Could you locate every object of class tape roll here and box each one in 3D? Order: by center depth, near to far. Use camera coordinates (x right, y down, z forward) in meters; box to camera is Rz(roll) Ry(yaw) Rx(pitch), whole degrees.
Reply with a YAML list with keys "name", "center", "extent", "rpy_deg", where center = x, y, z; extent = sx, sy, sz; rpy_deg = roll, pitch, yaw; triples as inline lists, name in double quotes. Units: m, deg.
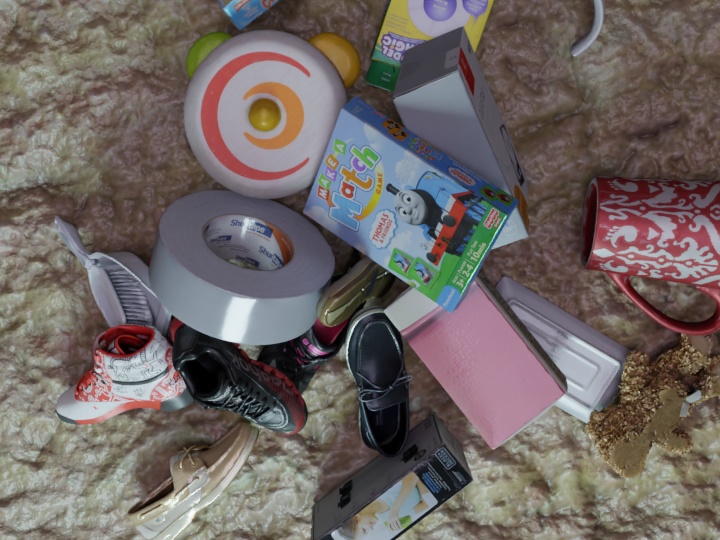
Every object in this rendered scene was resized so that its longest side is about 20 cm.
- name: "tape roll"
  center: [-0.132, -0.007, 1.151]
  extent: [0.199, 0.201, 0.066]
  rpy_deg: [18, 124, -3]

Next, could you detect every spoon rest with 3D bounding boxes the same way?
- name: "spoon rest"
  center: [0.222, -0.345, 1.164]
  extent: [0.060, 0.099, 0.201]
  rpy_deg: [-24, 108, 25]

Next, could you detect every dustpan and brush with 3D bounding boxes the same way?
- name: "dustpan and brush"
  center: [-0.299, 0.007, 1.217]
  extent: [0.057, 0.140, 0.200]
  rpy_deg: [-18, 63, -32]

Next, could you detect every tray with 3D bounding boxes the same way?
- name: "tray"
  center: [0.232, 0.102, 1.262]
  extent: [0.199, 0.022, 0.108]
  rpy_deg: [30, 97, -5]

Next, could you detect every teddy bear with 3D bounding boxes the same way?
- name: "teddy bear"
  center: [0.362, 0.158, 1.254]
  extent: [0.145, 0.067, 0.201]
  rpy_deg: [30, 97, -23]

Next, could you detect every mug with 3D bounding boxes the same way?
- name: "mug"
  center: [0.360, -0.026, 1.183]
  extent: [0.199, 0.133, 0.179]
  rpy_deg: [6, 77, 3]

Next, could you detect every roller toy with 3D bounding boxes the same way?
- name: "roller toy"
  center: [-0.100, -0.175, 1.159]
  extent: [0.199, 0.140, 0.184]
  rpy_deg: [1, 99, -1]

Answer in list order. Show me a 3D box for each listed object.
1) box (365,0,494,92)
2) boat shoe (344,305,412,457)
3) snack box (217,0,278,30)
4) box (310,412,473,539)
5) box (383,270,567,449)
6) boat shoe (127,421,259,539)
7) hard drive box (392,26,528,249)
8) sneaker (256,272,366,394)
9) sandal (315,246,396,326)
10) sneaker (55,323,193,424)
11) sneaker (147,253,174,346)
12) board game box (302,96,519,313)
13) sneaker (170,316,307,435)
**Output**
- name: "box"
  center: [0.087, -0.295, 1.189]
  extent: [0.117, 0.048, 0.201]
  rpy_deg: [18, 100, -3]
- name: "boat shoe"
  center: [0.026, 0.134, 1.217]
  extent: [0.074, 0.062, 0.201]
  rpy_deg: [-13, 118, -17]
- name: "snack box"
  center: [-0.079, -0.361, 1.144]
  extent: [0.200, 0.116, 0.037]
  rpy_deg: [-36, 132, 6]
- name: "box"
  center: [0.034, 0.269, 1.242]
  extent: [0.200, 0.117, 0.060]
  rpy_deg: [-38, 99, 4]
- name: "box"
  center: [0.135, 0.086, 1.186]
  extent: [0.109, 0.128, 0.200]
  rpy_deg: [-40, 84, 9]
- name: "boat shoe"
  center: [-0.207, 0.253, 1.259]
  extent: [0.069, 0.074, 0.200]
  rpy_deg: [42, 97, -12]
- name: "hard drive box"
  center: [0.113, -0.141, 1.128]
  extent: [0.076, 0.156, 0.201]
  rpy_deg: [-20, 116, 18]
- name: "sneaker"
  center: [-0.066, 0.087, 1.228]
  extent: [0.077, 0.084, 0.200]
  rpy_deg: [33, 97, -4]
- name: "sandal"
  center: [0.000, 0.000, 1.167]
  extent: [0.054, 0.200, 0.081]
  rpy_deg: [33, 124, 17]
- name: "sneaker"
  center: [-0.294, 0.117, 1.203]
  extent: [0.200, 0.067, 0.108]
  rpy_deg: [-10, 128, 25]
- name: "sneaker"
  center: [-0.204, 0.069, 1.220]
  extent: [0.077, 0.082, 0.201]
  rpy_deg: [-21, 100, -11]
- name: "board game box"
  center: [0.046, -0.066, 1.078]
  extent: [0.200, 0.037, 0.152]
  rpy_deg: [34, 134, 11]
- name: "sneaker"
  center: [-0.139, 0.131, 1.162]
  extent: [0.071, 0.098, 0.200]
  rpy_deg: [-38, 112, 20]
